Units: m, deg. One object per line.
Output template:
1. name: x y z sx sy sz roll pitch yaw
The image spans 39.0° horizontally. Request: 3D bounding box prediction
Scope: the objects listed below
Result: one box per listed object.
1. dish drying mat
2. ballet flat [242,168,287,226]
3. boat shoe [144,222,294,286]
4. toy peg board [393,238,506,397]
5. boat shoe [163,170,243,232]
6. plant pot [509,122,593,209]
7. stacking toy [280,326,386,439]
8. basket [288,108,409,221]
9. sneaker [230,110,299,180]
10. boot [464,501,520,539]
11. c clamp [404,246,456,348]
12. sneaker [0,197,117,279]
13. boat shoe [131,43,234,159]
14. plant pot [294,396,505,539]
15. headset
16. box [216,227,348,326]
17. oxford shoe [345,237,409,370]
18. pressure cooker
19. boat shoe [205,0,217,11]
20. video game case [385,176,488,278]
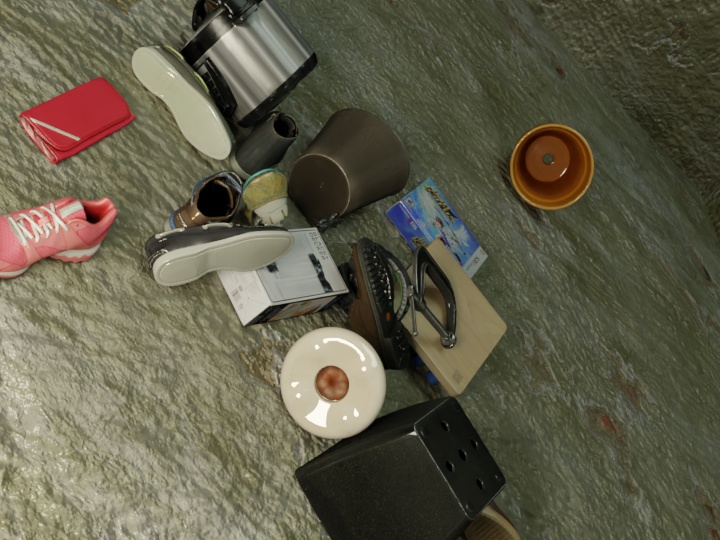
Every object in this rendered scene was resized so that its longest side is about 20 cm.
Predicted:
1. dish drying mat: -0.368 -0.202 1.340 0.077 0.018 0.200 49 29 -7
2. ballet flat: -0.131 -0.091 1.444 0.071 0.070 0.200 55 -12 2
3. boat shoe: -0.183 -0.033 1.327 0.197 0.075 0.061 -15 54 -23
4. toy peg board: 0.117 0.090 1.705 0.201 0.097 0.199 51 45 -5
5. boat shoe: -0.200 -0.094 1.420 0.072 0.072 0.201 46 30 -13
6. plant pot: 0.462 -0.265 2.487 0.201 0.199 0.183 50 14 -6
7. stacking toy: -0.020 0.142 1.416 0.147 0.145 0.200 55 13 3
8. basket: -0.027 -0.168 1.701 0.180 0.136 0.200 41 33 3
9. sneaker: -0.128 -0.219 1.623 0.075 0.106 0.201 45 30 -14
10. boot: 0.173 0.316 1.543 0.199 0.072 0.168 40 34 -18
11. c clamp: 0.111 0.057 1.583 0.200 0.027 0.174 42 40 -54
12. sneaker: -0.352 -0.051 1.134 0.074 0.086 0.199 56 29 8
13. boat shoe: -0.253 -0.255 1.513 0.202 0.072 0.060 49 34 -2
14. plant pot: 0.068 0.278 1.322 0.201 0.177 0.199 57 30 7
15. headset: 0.000 0.000 1.576 0.201 0.123 0.094 50 23 8
16. box: -0.113 0.005 1.459 0.199 0.060 0.118 -6 64 -58
17. oxford shoe: 0.009 0.053 1.502 0.072 0.083 0.204 -27 108 -59
18. pressure cooker: -0.186 -0.351 1.607 0.201 0.175 0.179 50 25 -14
19. boat shoe: -0.198 -0.420 1.795 0.201 0.071 0.068 50 65 -21
20. video game case: 0.150 -0.068 1.943 0.201 0.045 0.181 53 28 -3
